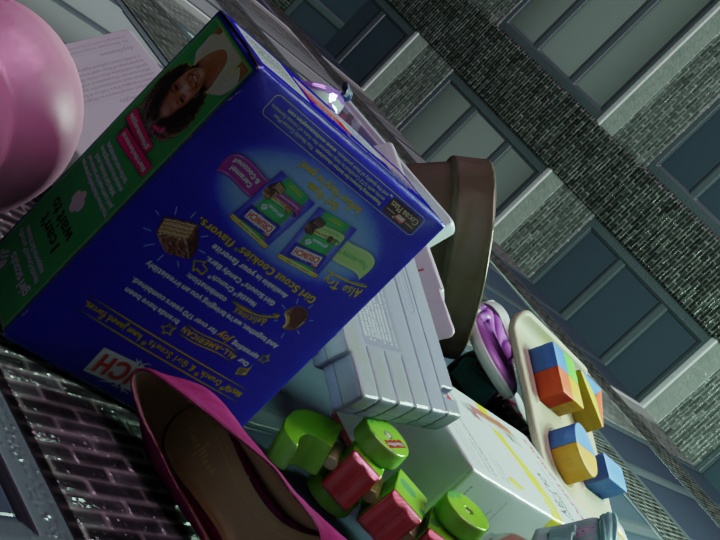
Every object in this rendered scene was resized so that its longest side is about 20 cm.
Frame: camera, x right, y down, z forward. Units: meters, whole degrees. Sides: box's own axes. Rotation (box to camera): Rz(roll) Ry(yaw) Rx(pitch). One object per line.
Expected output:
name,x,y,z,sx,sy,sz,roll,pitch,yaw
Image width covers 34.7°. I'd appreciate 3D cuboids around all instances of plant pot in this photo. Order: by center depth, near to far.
plant pot,0.027,-0.026,1.134,0.173,0.201,0.200,11,16,-5

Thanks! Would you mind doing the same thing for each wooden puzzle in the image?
wooden puzzle,0.207,0.156,1.112,0.185,0.046,0.200,40,39,-50

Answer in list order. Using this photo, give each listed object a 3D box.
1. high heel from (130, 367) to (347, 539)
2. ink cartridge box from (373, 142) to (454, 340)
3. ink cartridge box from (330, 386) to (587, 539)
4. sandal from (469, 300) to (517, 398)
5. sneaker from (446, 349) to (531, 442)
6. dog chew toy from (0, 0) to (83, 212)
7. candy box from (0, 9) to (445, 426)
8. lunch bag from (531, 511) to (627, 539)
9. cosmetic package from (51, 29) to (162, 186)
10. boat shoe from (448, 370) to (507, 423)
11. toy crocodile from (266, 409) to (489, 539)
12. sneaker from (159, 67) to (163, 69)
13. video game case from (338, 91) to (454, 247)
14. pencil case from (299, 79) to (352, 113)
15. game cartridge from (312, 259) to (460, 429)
high heel,-0.062,0.123,0.575,0.096,0.067,0.200,50,-9,-36
ink cartridge box,0.000,0.000,0.958,0.068,0.116,0.200,79,-5,-56
ink cartridge box,0.088,0.171,0.928,0.200,0.083,0.145,36,13,-40
sandal,0.144,0.064,1.162,0.083,0.050,0.203,54,13,-10
sneaker,0.130,0.147,1.174,0.121,0.084,0.200,41,10,-27
dog chew toy,-0.227,-0.081,0.592,0.125,0.125,0.200,45,18,-1
candy box,-0.082,-0.014,0.657,0.169,0.200,0.077,38,11,-40
lunch bag,0.150,0.246,0.732,0.200,0.077,0.161,-27,104,-77
cosmetic package,-0.162,-0.077,0.820,0.102,0.074,0.200,-22,61,-30
boat shoe,0.114,0.167,1.093,0.200,0.064,0.071,48,11,12
toy crocodile,0.025,0.163,0.768,0.200,0.068,0.062,43,16,-4
sneaker,-0.136,-0.095,0.960,0.088,0.074,0.200,38,-24,25
video game case,-0.043,-0.061,1.058,0.200,0.182,0.023,52,-14,32
pencil case,-0.067,-0.053,0.886,0.084,0.201,0.086,12,-6,3
game cartridge,0.001,0.010,0.814,0.130,0.038,0.200,16,51,-48
